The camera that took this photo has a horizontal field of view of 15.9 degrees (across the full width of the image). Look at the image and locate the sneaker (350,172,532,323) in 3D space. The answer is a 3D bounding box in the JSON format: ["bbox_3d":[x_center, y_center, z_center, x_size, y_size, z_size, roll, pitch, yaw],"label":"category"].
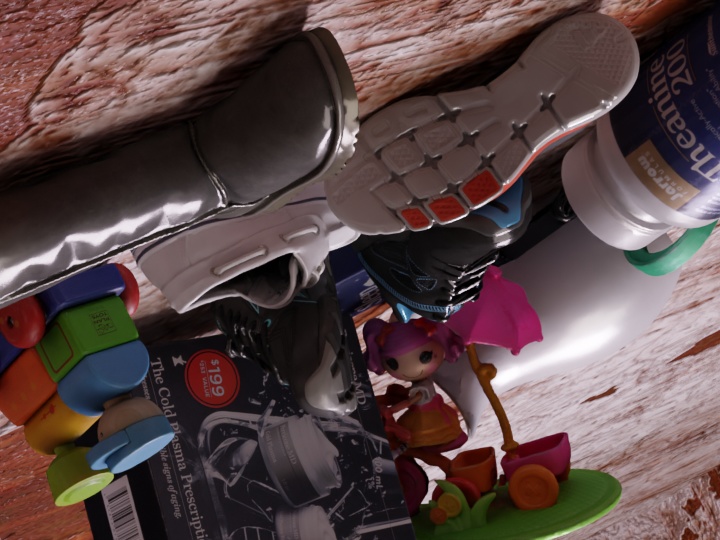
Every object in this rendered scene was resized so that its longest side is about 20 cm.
[{"bbox_3d":[0.059,-0.014,1.578,0.073,0.082,0.200,-24,-175,-20],"label":"sneaker"}]

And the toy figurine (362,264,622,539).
[{"bbox_3d":[0.061,0.085,1.749,0.200,0.184,0.150,-11,-169,17],"label":"toy figurine"}]

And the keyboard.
[{"bbox_3d":[0.164,-0.072,1.784,0.200,0.040,0.104,-36,-178,-17],"label":"keyboard"}]

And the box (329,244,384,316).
[{"bbox_3d":[0.000,0.000,1.739,0.200,0.032,0.121,-26,167,-2],"label":"box"}]

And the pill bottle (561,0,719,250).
[{"bbox_3d":[0.221,-0.096,1.635,0.111,0.111,0.200,-14,161,-46],"label":"pill bottle"}]

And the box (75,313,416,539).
[{"bbox_3d":[-0.077,0.145,1.688,0.182,0.200,0.104,-9,167,-34],"label":"box"}]

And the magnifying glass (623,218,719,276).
[{"bbox_3d":[0.242,-0.084,1.728,0.200,0.022,0.080,-55,-154,4],"label":"magnifying glass"}]

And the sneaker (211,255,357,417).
[{"bbox_3d":[-0.047,0.041,1.567,0.079,0.076,0.200,-11,-160,-2],"label":"sneaker"}]

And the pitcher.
[{"bbox_3d":[0.121,0.015,1.886,0.200,0.121,0.172,-35,-149,-4],"label":"pitcher"}]

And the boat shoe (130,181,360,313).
[{"bbox_3d":[-0.057,-0.008,1.508,0.200,0.065,0.074,-12,160,-50],"label":"boat shoe"}]

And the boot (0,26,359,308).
[{"bbox_3d":[-0.114,-0.045,1.279,0.200,0.073,0.182,-13,160,-27],"label":"boot"}]

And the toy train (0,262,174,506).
[{"bbox_3d":[-0.184,0.088,1.509,0.085,0.116,0.200,-16,162,-40],"label":"toy train"}]

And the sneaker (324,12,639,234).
[{"bbox_3d":[0.074,-0.076,1.504,0.200,0.077,0.082,-27,173,-1],"label":"sneaker"}]
